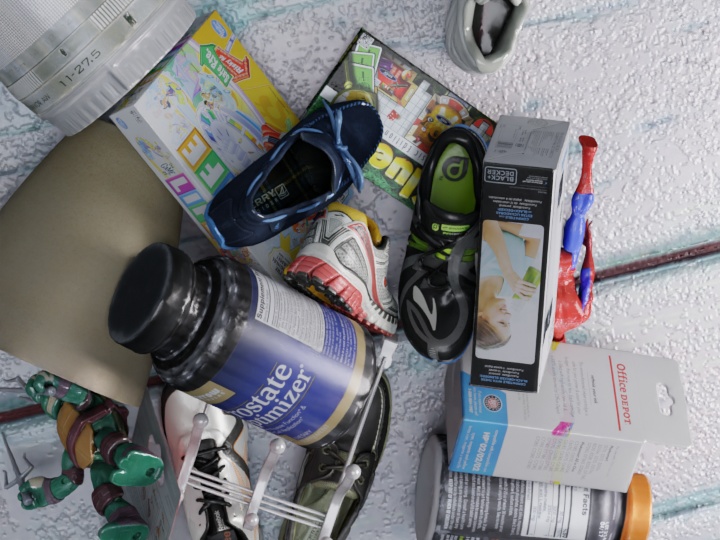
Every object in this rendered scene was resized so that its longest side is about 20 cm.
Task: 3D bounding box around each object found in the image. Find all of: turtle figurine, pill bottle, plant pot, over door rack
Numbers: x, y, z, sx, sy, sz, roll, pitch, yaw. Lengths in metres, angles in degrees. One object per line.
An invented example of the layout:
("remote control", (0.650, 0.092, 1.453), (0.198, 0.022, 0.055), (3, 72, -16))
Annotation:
("turtle figurine", (-0.237, 0.141, 1.633), (0.100, 0.200, 0.150), (-23, 129, -28))
("pill bottle", (-0.094, 0.056, 1.547), (0.200, 0.112, 0.112), (27, 101, -30))
("plant pot", (-0.224, -0.017, 1.605), (0.187, 0.187, 0.201), (26, 87, -12))
("pill bottle", (0.153, 0.205, 1.727), (0.199, 0.106, 0.107), (7, 104, -8))
("over door rack", (-0.064, 0.123, 1.657), (0.147, 0.067, 0.201), (19, 82, -5))

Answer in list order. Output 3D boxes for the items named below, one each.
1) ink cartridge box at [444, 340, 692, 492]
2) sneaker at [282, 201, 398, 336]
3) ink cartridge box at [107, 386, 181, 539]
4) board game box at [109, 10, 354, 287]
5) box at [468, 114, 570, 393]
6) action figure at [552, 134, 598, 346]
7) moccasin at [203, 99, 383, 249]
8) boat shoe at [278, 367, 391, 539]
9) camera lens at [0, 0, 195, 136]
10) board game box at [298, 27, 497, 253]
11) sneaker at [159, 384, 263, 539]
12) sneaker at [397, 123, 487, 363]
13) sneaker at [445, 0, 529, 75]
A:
("ink cartridge box", (0.177, 0.123, 1.693), (0.199, 0.115, 0.068), (8, 130, -6))
("sneaker", (0.000, 0.000, 1.619), (0.078, 0.200, 0.082), (23, 82, 14))
("ink cartridge box", (-0.169, 0.225, 1.646), (0.057, 0.163, 0.201), (10, 117, -24))
("board game box", (-0.101, -0.094, 1.606), (0.034, 0.135, 0.200), (-17, 119, 43))
("box", (0.131, -0.014, 1.615), (0.060, 0.117, 0.201), (7, 114, 9))
("action figure", (0.173, -0.019, 1.696), (0.065, 0.052, 0.201), (-4, 113, -11))
("moccasin", (-0.038, -0.076, 1.577), (0.081, 0.068, 0.200), (53, 52, -11))
("boat shoe", (-0.020, 0.182, 1.722), (0.071, 0.066, 0.202), (19, 101, -9))
("camera lens", (-0.248, -0.227, 1.544), (0.160, 0.160, 0.200), (-42, 105, 5))
("board game box", (0.053, -0.108, 1.679), (0.200, 0.023, 0.105), (33, 101, -13))
("sneaker", (-0.125, 0.183, 1.706), (0.073, 0.080, 0.201), (-16, 104, 1))
("sneaker", (0.067, -0.024, 1.626), (0.070, 0.083, 0.201), (6, 86, 9))
("sneaker", (0.114, -0.254, 1.606), (0.077, 0.099, 0.201), (-2, 105, -6))
